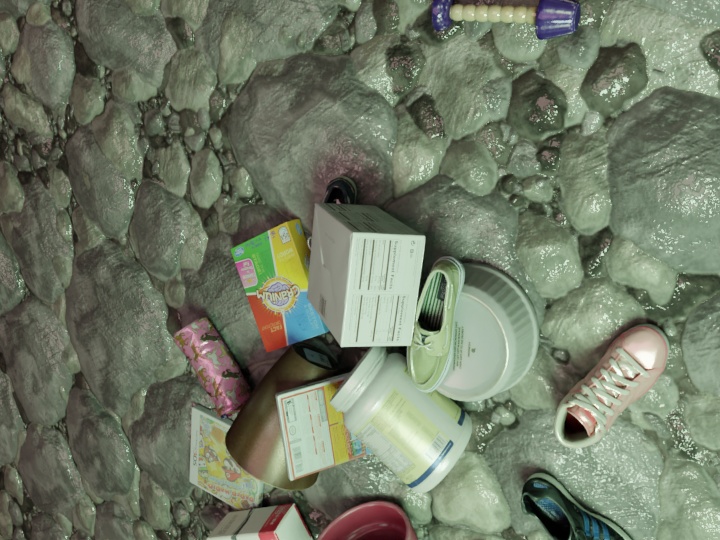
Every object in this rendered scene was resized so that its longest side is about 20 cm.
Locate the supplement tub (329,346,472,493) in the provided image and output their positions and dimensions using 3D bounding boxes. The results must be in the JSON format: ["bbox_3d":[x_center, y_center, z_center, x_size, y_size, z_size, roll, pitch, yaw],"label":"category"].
[{"bbox_3d":[0.061,0.225,0.966,0.199,0.145,0.146,41,119,3],"label":"supplement tub"}]

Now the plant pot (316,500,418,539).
[{"bbox_3d":[0.028,0.540,1.062,0.195,0.200,0.183,-14,110,32],"label":"plant pot"}]

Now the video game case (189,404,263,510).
[{"bbox_3d":[-0.284,0.402,1.307,0.195,0.023,0.189,16,109,27],"label":"video game case"}]

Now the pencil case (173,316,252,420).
[{"bbox_3d":[-0.292,0.193,1.231,0.203,0.085,0.083,58,153,7],"label":"pencil case"}]

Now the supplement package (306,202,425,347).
[{"bbox_3d":[0.000,0.000,0.912,0.200,0.107,0.161,-137,51,-65],"label":"supplement package"}]

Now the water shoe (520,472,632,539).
[{"bbox_3d":[0.317,0.389,0.905,0.198,0.078,0.073,36,117,19],"label":"water shoe"}]

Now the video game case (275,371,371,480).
[{"bbox_3d":[-0.038,0.252,1.038,0.017,0.194,0.148,-167,67,-67],"label":"video game case"}]

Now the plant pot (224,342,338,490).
[{"bbox_3d":[-0.118,0.241,1.095,0.184,0.186,0.205,29,100,21],"label":"plant pot"}]

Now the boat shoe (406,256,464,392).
[{"bbox_3d":[0.096,0.080,0.867,0.070,0.062,0.207,17,110,27],"label":"boat shoe"}]

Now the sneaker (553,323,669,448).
[{"bbox_3d":[0.333,0.164,0.831,0.075,0.104,0.202,43,118,16],"label":"sneaker"}]

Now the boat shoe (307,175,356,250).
[{"bbox_3d":[-0.047,-0.052,1.031,0.073,0.062,0.206,18,111,7],"label":"boat shoe"}]

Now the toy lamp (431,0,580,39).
[{"bbox_3d":[0.192,-0.342,0.828,0.195,0.058,0.060,15,109,30],"label":"toy lamp"}]

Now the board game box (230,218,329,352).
[{"bbox_3d":[-0.141,0.030,1.124,0.150,0.040,0.206,-20,90,33],"label":"board game box"}]

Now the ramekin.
[{"bbox_3d":[0.160,0.099,0.925,0.196,0.093,0.210,8,105,29],"label":"ramekin"}]

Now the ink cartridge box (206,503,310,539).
[{"bbox_3d":[-0.191,0.560,1.237,0.196,0.084,0.148,-20,102,32],"label":"ink cartridge box"}]
